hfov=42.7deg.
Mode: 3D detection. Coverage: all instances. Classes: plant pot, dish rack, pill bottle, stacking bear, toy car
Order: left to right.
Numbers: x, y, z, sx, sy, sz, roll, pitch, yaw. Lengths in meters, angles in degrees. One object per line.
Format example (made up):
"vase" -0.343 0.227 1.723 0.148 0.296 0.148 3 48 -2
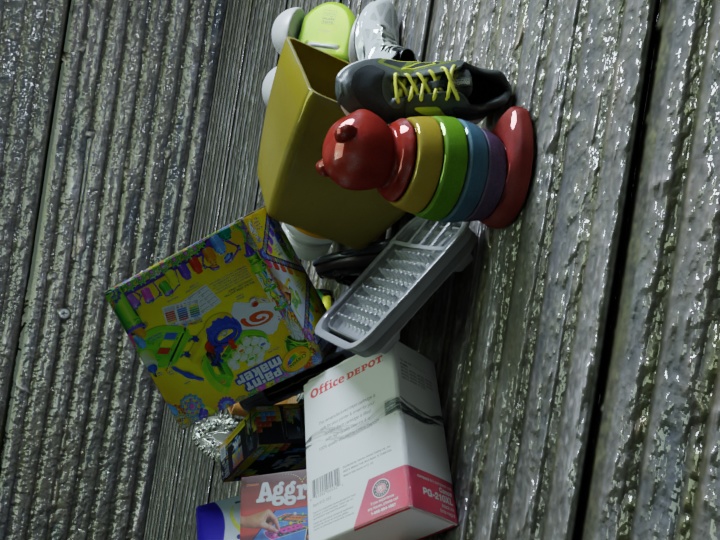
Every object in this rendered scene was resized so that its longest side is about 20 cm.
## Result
"pill bottle" -0.058 -0.112 1.409 0.113 0.113 0.200 -99 25 -43
"toy car" -0.048 -0.314 1.454 0.150 0.175 0.200 1 -81 -72
"plant pot" -0.028 -0.147 1.153 0.177 0.200 0.200 -60 26 23
"dish rack" 0.044 0.018 1.038 0.200 0.044 0.172 -47 17 -10
"stacking bear" 0.058 -0.109 0.921 0.121 0.200 0.114 130 143 -56

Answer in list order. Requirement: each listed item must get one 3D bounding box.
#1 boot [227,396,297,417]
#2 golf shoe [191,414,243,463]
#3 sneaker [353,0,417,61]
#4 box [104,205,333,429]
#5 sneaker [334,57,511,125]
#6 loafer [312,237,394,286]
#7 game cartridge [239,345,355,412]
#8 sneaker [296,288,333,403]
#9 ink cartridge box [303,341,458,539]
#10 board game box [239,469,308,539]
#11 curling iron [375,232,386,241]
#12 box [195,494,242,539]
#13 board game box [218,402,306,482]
"boot" -0.152 0.181 1.487 0.201 0.144 0.071 -113 39 -67
"golf shoe" -0.163 0.285 1.412 0.097 0.200 0.078 109 180 -60
"sneaker" 0.047 -0.304 1.290 0.115 0.076 0.201 -17 60 52
"box" -0.164 0.055 1.128 0.193 0.200 0.122 62 -166 -6
"sneaker" 0.069 -0.192 0.954 0.085 0.200 0.075 -14 82 59
"loafer" 0.000 0.000 1.226 0.200 0.072 0.063 -14 86 56
"game cartridge" -0.058 0.111 1.209 0.200 0.041 0.133 -25 19 19
"sneaker" -0.092 0.119 1.445 0.078 0.085 0.200 126 147 -53
"ink cartridge box" 0.016 0.197 1.015 0.145 0.084 0.200 -31 46 30
"board game box" -0.042 0.279 1.071 0.019 0.200 0.103 71 -168 -53
"curling iron" 0.027 -0.050 1.272 0.050 0.026 0.200 -68 -13 -76
"box" -0.088 0.361 1.111 0.184 0.200 0.105 -109 6 -54
"board game box" -0.089 0.234 1.251 0.200 0.165 0.057 129 137 -57
